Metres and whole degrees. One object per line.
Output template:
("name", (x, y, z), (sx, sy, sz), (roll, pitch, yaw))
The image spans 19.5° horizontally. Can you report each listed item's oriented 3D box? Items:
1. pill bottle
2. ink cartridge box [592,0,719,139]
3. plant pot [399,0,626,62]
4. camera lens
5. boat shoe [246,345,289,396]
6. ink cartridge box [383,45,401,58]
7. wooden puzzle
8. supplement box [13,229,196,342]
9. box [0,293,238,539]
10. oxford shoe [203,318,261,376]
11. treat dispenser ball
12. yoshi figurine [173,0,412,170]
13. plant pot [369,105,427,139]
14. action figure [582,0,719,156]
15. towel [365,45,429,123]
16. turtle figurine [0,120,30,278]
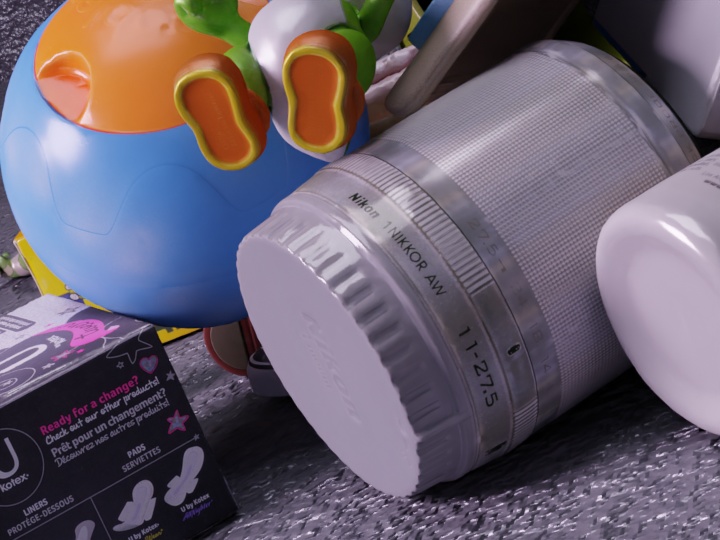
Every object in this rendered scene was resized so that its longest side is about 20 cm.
("pill bottle", (0.213, -0.021, 0.927), (0.200, 0.114, 0.114), (-30, 16, -23))
("ink cartridge box", (0.241, -0.121, 1.058), (0.200, 0.085, 0.145), (6, 27, -21))
("plant pot", (0.095, -0.177, 1.507), (0.200, 0.200, 0.193), (-30, -11, -24))
("camera lens", (0.062, -0.005, 1.004), (0.200, 0.160, 0.160), (-32, 16, -20))
("boat shoe", (0.020, 0.012, 1.203), (0.199, 0.068, 0.074), (-20, 15, 16))
("ink cartridge box", (-0.048, -0.113, 1.489), (0.145, 0.200, 0.147), (-27, 15, -15))
("wooden puzzle", (0.095, -0.167, 1.076), (0.185, 0.037, 0.200), (-54, -11, 23))
("supplement box", (-0.164, -0.020, 1.527), (0.109, 0.109, 0.200), (-22, 15, 8))
("box", (-0.172, 0.093, 1.126), (0.132, 0.115, 0.200), (-29, 16, -19))
("oxford shoe", (0.000, 0.000, 1.282), (0.200, 0.071, 0.075), (-19, 10, 13))
("treat dispenser ball", (-0.094, -0.069, 1.139), (0.201, 0.201, 0.201), (-22, 14, 6))
("yoshi figurine", (-0.022, -0.135, 1.019), (0.112, 0.112, 0.200), (-54, 5, 33))
("plant pot", (0.062, -0.052, 1.270), (0.200, 0.028, 0.200), (-9, -20, -3))
("action figure", (0.180, -0.065, 1.126), (0.200, 0.105, 0.193), (-35, 44, -23))
("towel", (-0.028, -0.045, 1.332), (0.191, 0.032, 0.200), (-27, -26, -6))
("turtle figurine", (-0.299, -0.072, 1.861), (0.200, 0.144, 0.194), (-18, 11, 8))
